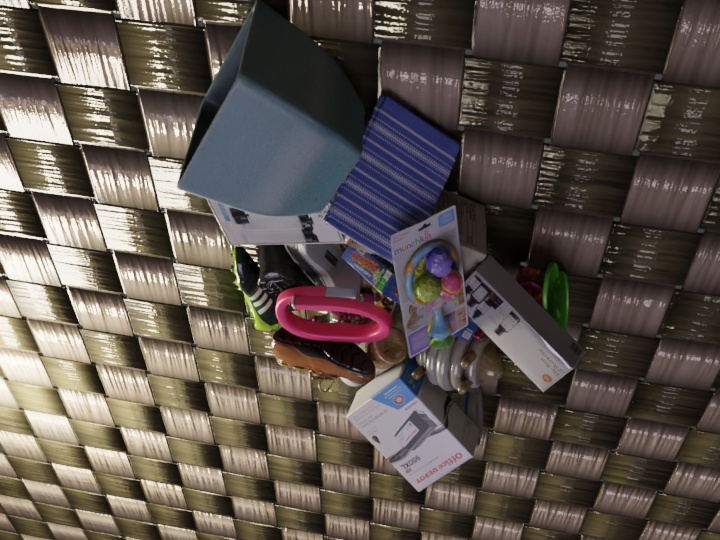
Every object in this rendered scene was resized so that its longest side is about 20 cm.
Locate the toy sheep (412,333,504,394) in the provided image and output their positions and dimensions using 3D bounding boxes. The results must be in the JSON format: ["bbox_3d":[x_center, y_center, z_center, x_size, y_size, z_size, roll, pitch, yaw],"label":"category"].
[{"bbox_3d":[0.157,0.144,1.563,0.196,0.139,0.140,19,144,25],"label":"toy sheep"}]

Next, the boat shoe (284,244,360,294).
[{"bbox_3d":[-0.062,-0.013,1.500,0.063,0.072,0.201,10,151,35],"label":"boat shoe"}]

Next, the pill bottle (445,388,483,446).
[{"bbox_3d":[0.131,0.276,1.731,0.195,0.115,0.115,0,138,18],"label":"pill bottle"}]

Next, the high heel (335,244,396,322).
[{"bbox_3d":[0.000,0.000,1.488,0.139,0.072,0.203,10,126,-1],"label":"high heel"}]

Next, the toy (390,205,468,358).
[{"bbox_3d":[0.111,0.024,1.283,0.047,0.114,0.204,34,141,47],"label":"toy"}]

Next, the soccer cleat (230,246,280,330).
[{"bbox_3d":[-0.173,0.028,1.591,0.079,0.068,0.202,-12,136,3],"label":"soccer cleat"}]

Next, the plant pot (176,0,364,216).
[{"bbox_3d":[-0.103,-0.191,1.202,0.197,0.199,0.197,24,130,-19],"label":"plant pot"}]

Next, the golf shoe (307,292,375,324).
[{"bbox_3d":[-0.025,0.098,1.625,0.198,0.077,0.091,-28,148,36],"label":"golf shoe"}]

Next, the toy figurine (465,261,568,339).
[{"bbox_3d":[0.225,0.054,1.441,0.180,0.153,0.201,6,149,23],"label":"toy figurine"}]

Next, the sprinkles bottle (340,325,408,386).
[{"bbox_3d":[0.019,0.155,1.625,0.067,0.069,0.200,24,155,-12],"label":"sprinkles bottle"}]

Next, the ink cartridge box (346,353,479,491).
[{"bbox_3d":[0.096,0.275,1.626,0.200,0.085,0.144,46,120,-9],"label":"ink cartridge box"}]

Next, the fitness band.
[{"bbox_3d":[-0.045,0.077,1.493,0.195,0.038,0.144,3,150,14],"label":"fitness band"}]

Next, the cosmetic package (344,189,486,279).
[{"bbox_3d":[0.083,-0.068,1.346,0.196,0.105,0.088,20,139,-17],"label":"cosmetic package"}]

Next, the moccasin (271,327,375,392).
[{"bbox_3d":[-0.065,0.159,1.569,0.197,0.074,0.079,9,124,20],"label":"moccasin"}]

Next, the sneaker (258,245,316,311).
[{"bbox_3d":[-0.116,0.007,1.537,0.074,0.093,0.200,-14,156,10],"label":"sneaker"}]

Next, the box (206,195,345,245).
[{"bbox_3d":[-0.121,-0.100,1.366,0.195,0.061,0.118,0,139,18],"label":"box"}]

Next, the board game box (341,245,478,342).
[{"bbox_3d":[0.077,0.032,1.385,0.198,0.135,0.035,30,97,-37],"label":"board game box"}]

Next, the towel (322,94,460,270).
[{"bbox_3d":[0.046,-0.124,1.262,0.143,0.203,0.024,28,172,-19],"label":"towel"}]

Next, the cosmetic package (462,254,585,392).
[{"bbox_3d":[0.231,0.080,1.346,0.200,0.051,0.083,45,141,6],"label":"cosmetic package"}]
